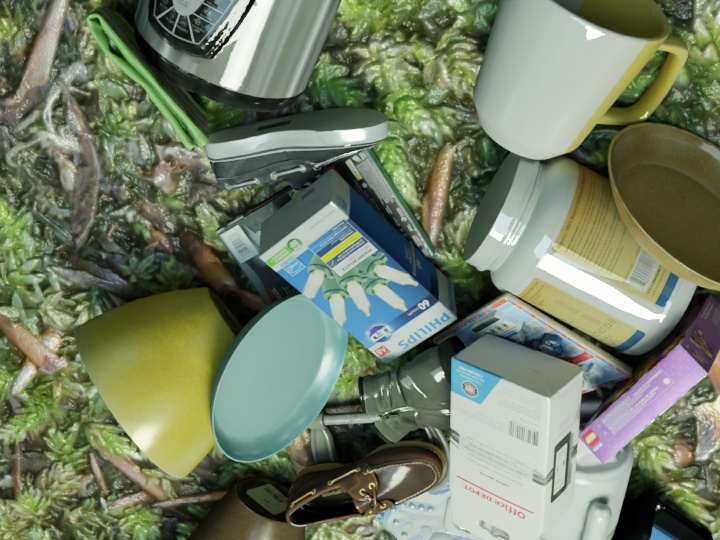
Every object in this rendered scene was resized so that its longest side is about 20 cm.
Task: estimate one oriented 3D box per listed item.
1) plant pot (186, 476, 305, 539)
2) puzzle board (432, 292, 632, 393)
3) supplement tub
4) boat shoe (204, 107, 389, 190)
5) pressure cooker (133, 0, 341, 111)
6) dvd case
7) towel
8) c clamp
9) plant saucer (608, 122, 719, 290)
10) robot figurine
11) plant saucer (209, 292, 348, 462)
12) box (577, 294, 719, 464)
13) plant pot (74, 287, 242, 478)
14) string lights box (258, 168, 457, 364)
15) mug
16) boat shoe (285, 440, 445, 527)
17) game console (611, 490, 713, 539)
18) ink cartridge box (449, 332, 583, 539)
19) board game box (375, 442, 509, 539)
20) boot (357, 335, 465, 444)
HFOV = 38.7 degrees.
[{"bbox_3d":[-0.145,0.363,1.260,0.184,0.187,0.203,23,105,-3],"label":"plant pot"},{"bbox_3d":[0.171,0.091,1.070,0.149,0.018,0.200,30,157,-7],"label":"puzzle board"},{"bbox_3d":[0.214,-0.021,0.998,0.198,0.145,0.146,26,119,-5],"label":"supplement tub"},{"bbox_3d":[-0.061,-0.116,1.037,0.197,0.072,0.069,-7,115,16],"label":"boat shoe"},{"bbox_3d":[-0.098,-0.268,0.907,0.173,0.180,0.202,10,123,-29],"label":"pressure cooker"},{"bbox_3d":[-0.039,-0.032,1.106,0.198,0.022,0.147,-29,109,21],"label":"dvd case"},{"bbox_3d":[-0.198,-0.180,0.956,0.031,0.200,0.149,-40,106,3],"label":"towel"},{"bbox_3d":[0.009,0.193,1.198,0.196,0.027,0.174,0,113,15],"label":"c clamp"},{"bbox_3d":[0.305,-0.052,0.944,0.198,0.202,0.036,26,135,-5],"label":"plant saucer"},{"bbox_3d":[0.231,0.232,1.116,0.111,0.171,0.203,0,124,-6],"label":"robot figurine"},{"bbox_3d":[-0.090,0.111,1.101,0.027,0.199,0.203,29,125,34],"label":"plant saucer"},{"bbox_3d":[0.298,0.103,1.021,0.039,0.199,0.137,46,117,10],"label":"box"},{"bbox_3d":[-0.194,0.102,1.125,0.141,0.200,0.201,-35,109,-1],"label":"plant pot"},{"bbox_3d":[0.000,0.000,1.058,0.102,0.059,0.200,-34,122,24],"label":"string lights box"},{"bbox_3d":[0.191,-0.178,0.926,0.184,0.150,0.154,27,127,2],"label":"mug"},{"bbox_3d":[0.004,0.254,1.182,0.198,0.071,0.071,-21,110,23],"label":"boat shoe"},{"bbox_3d":[0.298,0.364,1.189,0.117,0.176,0.200,46,113,6],"label":"game console"},{"bbox_3d":[0.153,0.179,1.028,0.115,0.067,0.203,20,124,37],"label":"ink cartridge box"},{"bbox_3d":[0.132,0.305,1.253,0.199,0.026,0.201,-33,108,23],"label":"board game box"},{"bbox_3d":[0.085,0.159,1.130,0.129,0.068,0.201,-24,126,16],"label":"boot"}]
